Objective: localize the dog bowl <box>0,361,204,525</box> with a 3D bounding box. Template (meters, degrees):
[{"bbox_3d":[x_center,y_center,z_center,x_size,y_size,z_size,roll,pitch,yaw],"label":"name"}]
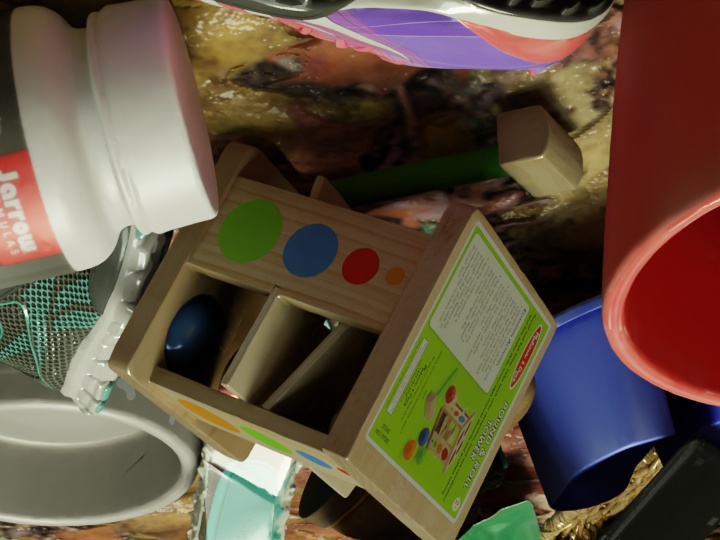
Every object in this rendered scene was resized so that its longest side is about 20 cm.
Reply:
[{"bbox_3d":[-0.184,0.093,1.039,0.200,0.059,0.200,-1,149,-1],"label":"dog bowl"}]

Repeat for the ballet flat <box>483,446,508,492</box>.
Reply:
[{"bbox_3d":[0.047,0.087,1.019,0.074,0.074,0.200,-6,148,7],"label":"ballet flat"}]

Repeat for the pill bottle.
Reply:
[{"bbox_3d":[-0.167,-0.046,0.733,0.200,0.114,0.114,-13,149,1],"label":"pill bottle"}]

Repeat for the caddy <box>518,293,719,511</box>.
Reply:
[{"bbox_3d":[0.152,0.054,0.943,0.141,0.105,0.200,-15,162,-8],"label":"caddy"}]

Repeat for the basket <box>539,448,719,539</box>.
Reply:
[{"bbox_3d":[0.230,0.185,1.105,0.149,0.143,0.200,-2,153,-30],"label":"basket"}]

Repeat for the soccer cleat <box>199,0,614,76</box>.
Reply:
[{"bbox_3d":[-0.001,-0.112,0.696,0.200,0.068,0.073,5,153,-15],"label":"soccer cleat"}]

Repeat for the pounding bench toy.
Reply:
[{"bbox_3d":[0.000,0.000,0.839,0.156,0.200,0.124,19,163,32],"label":"pounding bench toy"}]

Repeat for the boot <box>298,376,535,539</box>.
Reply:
[{"bbox_3d":[0.046,0.098,0.940,0.075,0.074,0.200,31,142,-14],"label":"boot"}]

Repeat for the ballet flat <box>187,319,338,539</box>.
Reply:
[{"bbox_3d":[-0.064,0.091,1.012,0.072,0.072,0.200,10,115,-18],"label":"ballet flat"}]

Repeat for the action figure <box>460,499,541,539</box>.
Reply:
[{"bbox_3d":[0.089,0.197,1.232,0.118,0.055,0.200,-14,151,17],"label":"action figure"}]

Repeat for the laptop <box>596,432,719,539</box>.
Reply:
[{"bbox_3d":[0.097,0.139,0.958,0.200,0.116,0.187,-49,157,6],"label":"laptop"}]

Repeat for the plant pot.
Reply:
[{"bbox_3d":[0.183,-0.066,0.668,0.200,0.178,0.200,-1,149,0],"label":"plant pot"}]

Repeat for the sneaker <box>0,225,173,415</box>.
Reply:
[{"bbox_3d":[-0.149,0.000,0.872,0.091,0.078,0.200,21,138,-8],"label":"sneaker"}]
